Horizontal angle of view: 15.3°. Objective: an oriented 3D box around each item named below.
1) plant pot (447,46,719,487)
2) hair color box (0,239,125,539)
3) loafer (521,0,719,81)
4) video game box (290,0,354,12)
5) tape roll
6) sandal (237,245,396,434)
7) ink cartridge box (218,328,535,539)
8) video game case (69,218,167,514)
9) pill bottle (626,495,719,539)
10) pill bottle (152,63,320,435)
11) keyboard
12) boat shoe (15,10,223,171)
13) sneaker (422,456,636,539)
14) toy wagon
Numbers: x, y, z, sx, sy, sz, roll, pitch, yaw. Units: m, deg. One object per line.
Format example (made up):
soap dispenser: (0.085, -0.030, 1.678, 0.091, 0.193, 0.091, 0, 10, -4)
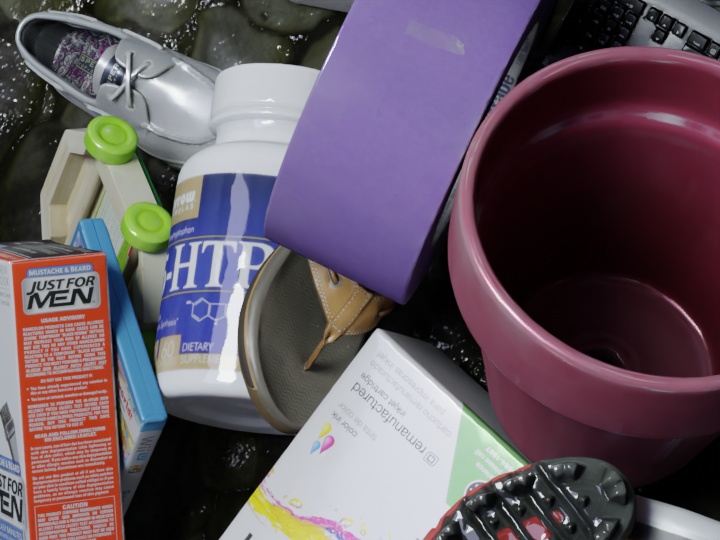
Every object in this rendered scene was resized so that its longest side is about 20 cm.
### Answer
plant pot: (0.138, 0.015, 1.362, 0.199, 0.179, 0.201, 2, 60, -4)
hair color box: (-0.187, 0.087, 1.568, 0.111, 0.064, 0.201, -170, 76, -66)
loafer: (0.134, -0.099, 1.503, 0.199, 0.073, 0.073, -23, 72, 39)
video game box: (0.048, -0.239, 1.620, 0.199, 0.047, 0.183, 15, 82, 39)
tape roll: (0.029, -0.089, 1.408, 0.085, 0.200, 0.201, 26, 91, 3)
sandal: (0.000, 0.000, 1.499, 0.200, 0.082, 0.054, -53, 23, -23)
ink cartridge box: (0.015, 0.157, 1.475, 0.145, 0.084, 0.200, 42, 101, 25)
video game case: (-0.166, 0.084, 1.617, 0.200, 0.018, 0.144, 116, 141, -50)
pill bottle: (0.147, 0.222, 1.354, 0.112, 0.112, 0.201, 15, 84, 38)
pill bottle: (-0.054, -0.012, 1.573, 0.119, 0.119, 0.201, -4, 73, 35)
keyboard: (0.187, -0.078, 1.421, 0.199, 0.040, 0.105, 31, 106, 16)
boat shoe: (-0.144, -0.121, 1.706, 0.200, 0.068, 0.072, 34, 96, 38)
sneaker: (0.062, 0.160, 1.353, 0.200, 0.098, 0.071, -39, 70, 17)
toy wagon: (-0.151, 0.010, 1.649, 0.201, 0.039, 0.155, 64, 145, 31)
